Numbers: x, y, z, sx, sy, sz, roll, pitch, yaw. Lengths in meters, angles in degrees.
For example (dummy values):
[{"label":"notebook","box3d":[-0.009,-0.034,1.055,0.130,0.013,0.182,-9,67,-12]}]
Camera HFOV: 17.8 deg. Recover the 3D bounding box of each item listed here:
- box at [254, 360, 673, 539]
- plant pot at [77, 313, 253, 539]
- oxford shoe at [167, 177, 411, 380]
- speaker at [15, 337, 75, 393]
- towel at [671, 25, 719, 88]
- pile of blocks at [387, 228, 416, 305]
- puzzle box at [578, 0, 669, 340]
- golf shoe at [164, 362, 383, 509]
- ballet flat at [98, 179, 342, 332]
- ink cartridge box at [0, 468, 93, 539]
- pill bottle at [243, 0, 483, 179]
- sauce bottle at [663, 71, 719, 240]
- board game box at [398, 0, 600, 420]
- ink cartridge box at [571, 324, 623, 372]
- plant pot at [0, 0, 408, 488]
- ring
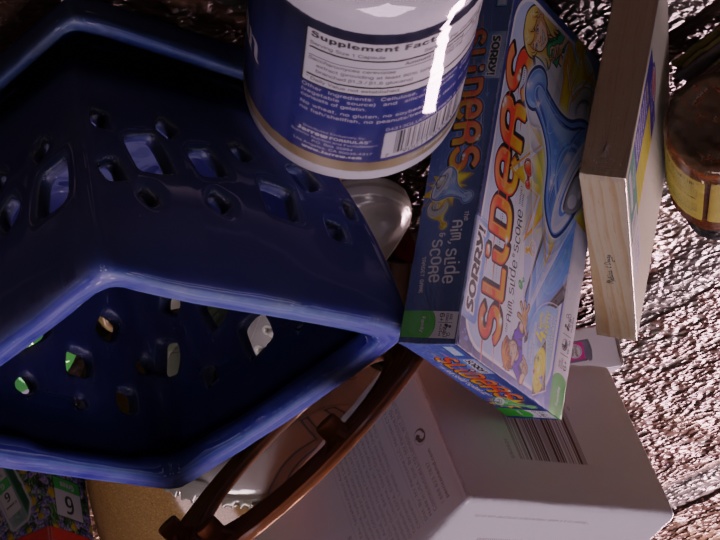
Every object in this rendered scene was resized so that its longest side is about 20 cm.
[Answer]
[{"label":"box","box3d":[0.048,0.148,1.300,0.152,0.106,0.200,8,136,-36]},{"label":"plant pot","box3d":[-0.104,0.123,1.479,0.186,0.187,0.200,-16,136,8]},{"label":"oxford shoe","box3d":[-0.038,0.022,1.276,0.075,0.058,0.200,23,128,-34]},{"label":"speaker","box3d":[-0.241,0.010,1.274,0.088,0.089,0.200,-23,151,20]},{"label":"towel","box3d":[0.289,-0.128,1.301,0.200,0.023,0.144,10,145,-38]},{"label":"pile of blocks","box3d":[0.000,0.000,1.345,0.200,0.062,0.082,8,-164,23]},{"label":"puzzle box","box3d":[0.146,-0.063,1.248,0.025,0.133,0.200,8,155,12]},{"label":"golf shoe","box3d":[-0.025,0.079,1.359,0.200,0.078,0.097,-12,114,-15]},{"label":"ballet flat","box3d":[-0.076,-0.021,1.304,0.200,0.063,0.069,-29,143,29]},{"label":"ink cartridge box","box3d":[-0.228,0.181,1.478,0.109,0.200,0.050,-25,150,23]},{"label":"pill bottle","box3d":[0.004,-0.137,1.064,0.111,0.111,0.200,-7,152,-10]},{"label":"sauce bottle","box3d":[0.205,-0.059,1.320,0.066,0.066,0.200,-14,168,3]},{"label":"board game box","box3d":[0.079,-0.036,1.196,0.034,0.200,0.135,1,162,30]},{"label":"ink cartridge box","box3d":[0.072,0.073,1.551,0.200,0.037,0.095,-12,173,-5]},{"label":"plant pot","box3d":[-0.122,-0.016,1.168,0.200,0.180,0.200,14,144,-41]},{"label":"ring","box3d":[-0.038,0.088,1.214,0.019,0.200,0.200,46,130,-9]}]
